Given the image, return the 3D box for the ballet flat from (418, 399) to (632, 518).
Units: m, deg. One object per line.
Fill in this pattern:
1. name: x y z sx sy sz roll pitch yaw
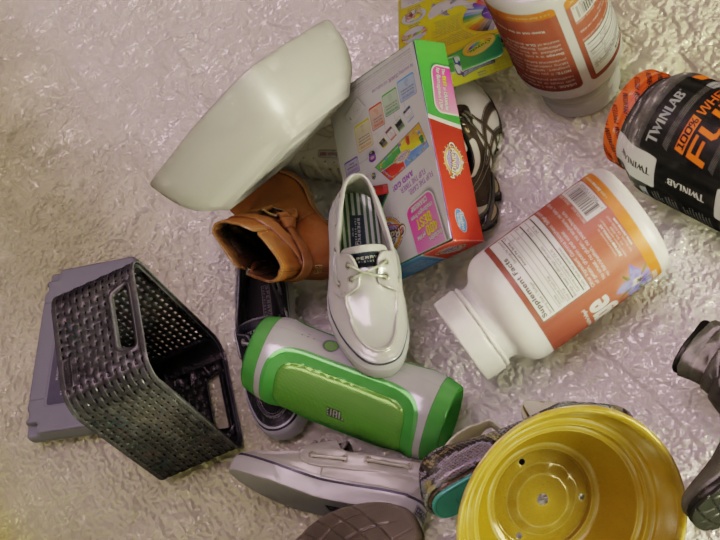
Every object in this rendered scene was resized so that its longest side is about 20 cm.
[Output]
1. ballet flat: 0.140 0.150 1.195 0.199 0.072 0.072 -22 54 -1

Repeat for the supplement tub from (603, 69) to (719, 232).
1. supplement tub: 0.328 -0.103 1.228 0.199 0.123 0.123 32 78 35

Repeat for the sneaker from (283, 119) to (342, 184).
1. sneaker: -0.025 -0.125 1.435 0.198 0.075 0.100 -17 56 15

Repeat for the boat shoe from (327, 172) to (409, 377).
1. boat shoe: 0.000 0.000 1.246 0.073 0.067 0.201 -9 56 -9

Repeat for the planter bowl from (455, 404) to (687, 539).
1. planter bowl: 0.164 0.202 1.126 0.200 0.201 0.083 -44 15 -4

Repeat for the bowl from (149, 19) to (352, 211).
1. bowl: -0.094 -0.143 1.327 0.075 0.200 0.200 45 126 -1

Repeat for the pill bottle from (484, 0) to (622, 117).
1. pill bottle: 0.193 -0.241 1.322 0.111 0.200 0.113 -11 58 18

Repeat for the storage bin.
1. storage bin: -0.205 0.101 1.310 0.093 0.200 0.136 -23 55 11

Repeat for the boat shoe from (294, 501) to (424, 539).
1. boat shoe: -0.027 0.271 1.210 0.199 0.073 0.075 -27 51 16

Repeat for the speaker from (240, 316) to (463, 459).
1. speaker: -0.008 0.109 1.261 0.199 0.089 0.089 19 70 15

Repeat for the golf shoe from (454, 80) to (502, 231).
1. golf shoe: 0.101 -0.137 1.373 0.077 0.095 0.201 -18 55 16

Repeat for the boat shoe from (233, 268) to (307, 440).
1. boat shoe: -0.094 0.072 1.358 0.071 0.068 0.201 -16 56 16

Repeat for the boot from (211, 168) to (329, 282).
1. boot: -0.104 -0.044 1.372 0.199 0.155 0.077 35 117 26

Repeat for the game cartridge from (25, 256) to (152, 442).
1. game cartridge: -0.289 0.085 1.463 0.132 0.041 0.202 -12 58 23

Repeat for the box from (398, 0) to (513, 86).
1. box: 0.100 -0.253 1.432 0.116 0.049 0.201 -17 35 16

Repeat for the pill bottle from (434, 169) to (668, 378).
1. pill bottle: 0.172 0.008 1.235 0.199 0.112 0.112 -36 53 3

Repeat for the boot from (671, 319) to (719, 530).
1. boot: 0.307 0.113 1.121 0.200 0.068 0.130 -42 50 -12

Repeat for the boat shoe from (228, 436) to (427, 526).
1. boat shoe: -0.026 0.189 1.259 0.198 0.072 0.066 6 61 27

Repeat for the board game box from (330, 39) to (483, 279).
1. board game box: 0.040 -0.101 1.319 0.153 0.040 0.202 -25 70 51
